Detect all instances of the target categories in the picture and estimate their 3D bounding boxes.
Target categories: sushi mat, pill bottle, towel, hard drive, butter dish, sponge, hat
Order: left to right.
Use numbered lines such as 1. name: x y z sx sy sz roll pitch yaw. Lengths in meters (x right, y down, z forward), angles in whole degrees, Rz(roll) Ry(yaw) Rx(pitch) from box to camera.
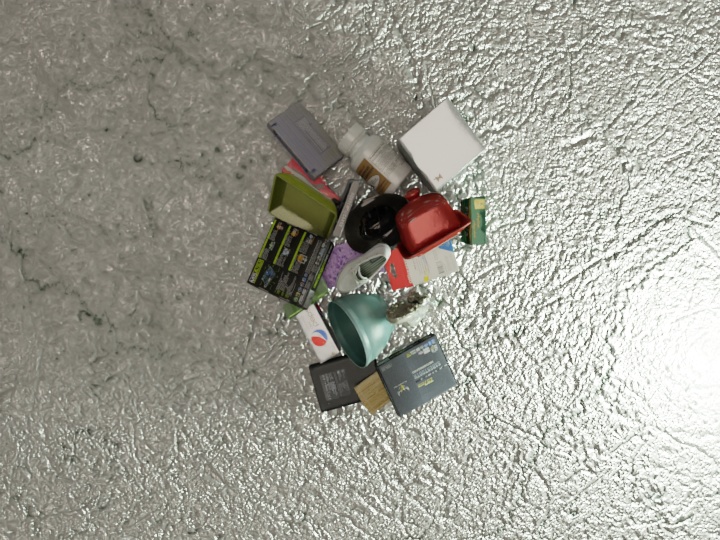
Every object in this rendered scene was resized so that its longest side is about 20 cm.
1. towel: -0.189 0.015 1.698 0.147 0.031 0.203 -33 68 7
2. hard drive: -0.039 0.320 1.757 0.194 0.033 0.144 -16 95 5
3. sponge: -0.036 -0.024 1.724 0.194 0.030 0.115 -17 94 4
4. pill bottle: 0.036 -0.303 1.650 0.199 0.114 0.115 42 96 -1
5. hat: 0.040 -0.144 1.656 0.195 0.082 0.205 -11 128 -14
6. sushi mat: 0.084 0.321 1.735 0.198 0.012 0.097 -34 97 -8
7. butter dish: 0.162 -0.142 1.561 0.196 0.200 0.150 -30 105 4

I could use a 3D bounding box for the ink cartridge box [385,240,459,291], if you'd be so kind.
1. ink cartridge box: 0.167 -0.027 1.693 0.195 0.067 0.119 -17 94 5

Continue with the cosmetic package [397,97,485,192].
1. cosmetic package: 0.206 -0.324 1.595 0.165 0.200 0.169 -38 94 6

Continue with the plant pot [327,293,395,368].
1. plant pot: 0.014 0.147 1.672 0.132 0.199 0.205 -27 94 -22

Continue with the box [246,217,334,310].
1. box: -0.194 -0.020 1.674 0.189 0.047 0.205 20 83 21

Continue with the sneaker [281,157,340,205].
1. sneaker: -0.126 -0.257 1.674 0.198 0.074 0.088 35 87 13

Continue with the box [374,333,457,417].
1. box: 0.158 0.296 1.715 0.196 0.051 0.161 -26 95 -7

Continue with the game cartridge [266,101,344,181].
1. game cartridge: -0.149 -0.357 1.660 0.201 0.038 0.129 49 57 1

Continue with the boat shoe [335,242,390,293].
1. boat shoe: 0.000 0.000 1.656 0.073 0.067 0.200 40 115 -12

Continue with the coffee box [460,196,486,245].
1. coffee box: 0.299 -0.133 1.608 0.043 0.200 0.127 -1 96 2

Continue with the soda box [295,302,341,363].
1. soda box: -0.131 0.158 1.731 0.067 0.064 0.204 -28 93 6

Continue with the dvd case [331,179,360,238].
1. dvd case: -0.042 -0.171 1.624 0.024 0.200 0.154 20 97 -6

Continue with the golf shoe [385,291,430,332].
1. golf shoe: 0.134 0.129 1.654 0.077 0.198 0.100 13 110 32

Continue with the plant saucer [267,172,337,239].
1. plant saucer: -0.154 -0.174 1.656 0.197 0.200 0.048 33 61 1
